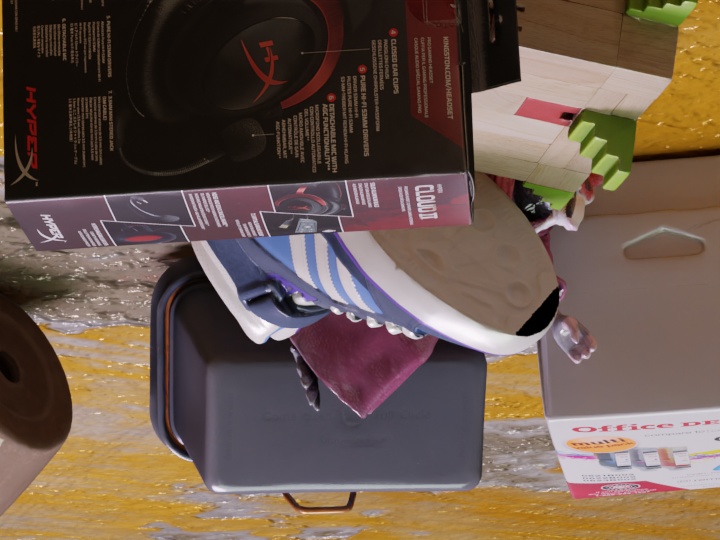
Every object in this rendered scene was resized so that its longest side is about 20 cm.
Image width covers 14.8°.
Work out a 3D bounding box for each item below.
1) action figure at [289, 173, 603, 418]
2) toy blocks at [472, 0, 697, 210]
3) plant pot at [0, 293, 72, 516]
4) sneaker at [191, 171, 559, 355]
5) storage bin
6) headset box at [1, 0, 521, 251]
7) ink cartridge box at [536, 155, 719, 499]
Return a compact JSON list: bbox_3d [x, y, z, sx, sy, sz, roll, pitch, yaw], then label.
[{"bbox_3d":[0.046,-0.008,1.465,0.199,0.134,0.149,-30,-165,5],"label":"action figure"},{"bbox_3d":[0.054,-0.095,1.223,0.136,0.101,0.200,12,161,-8],"label":"toy blocks"},{"bbox_3d":[-0.271,0.099,1.661,0.174,0.201,0.200,-30,153,24],"label":"plant pot"},{"bbox_3d":[0.000,0.000,1.353,0.200,0.081,0.147,37,146,12],"label":"sneaker"},{"bbox_3d":[-0.018,0.077,1.577,0.199,0.146,0.134,0,-165,-7],"label":"storage bin"},{"bbox_3d":[-0.037,-0.092,1.085,0.199,0.150,0.075,-4,165,3],"label":"headset box"},{"bbox_3d":[0.175,0.034,1.554,0.144,0.146,0.200,-5,162,8],"label":"ink cartridge box"}]
